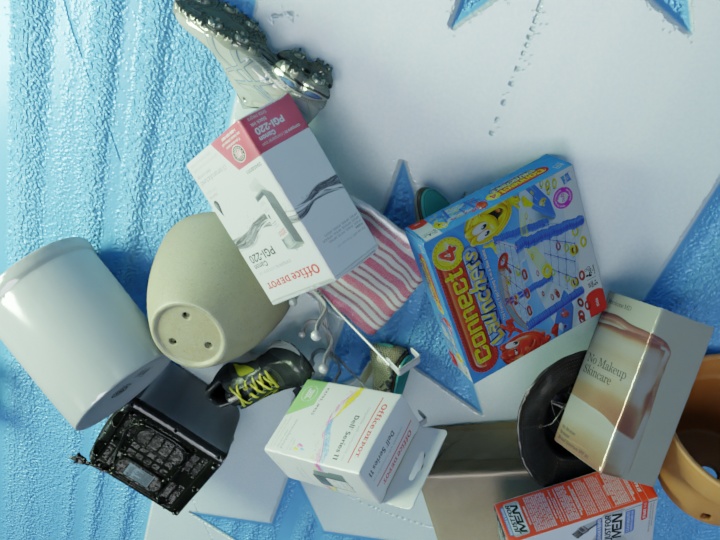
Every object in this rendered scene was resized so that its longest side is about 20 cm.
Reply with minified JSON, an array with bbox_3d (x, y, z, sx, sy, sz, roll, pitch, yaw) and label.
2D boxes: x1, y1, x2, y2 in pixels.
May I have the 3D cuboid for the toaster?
[{"bbox_3d":[-0.309,0.257,1.117,0.199,0.119,0.181,34,121,-10],"label":"toaster"}]

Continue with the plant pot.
[{"bbox_3d":[0.461,0.227,0.904,0.197,0.201,0.141,8,139,7],"label":"plant pot"}]

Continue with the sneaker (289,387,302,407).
[{"bbox_3d":[-0.047,0.221,1.032,0.130,0.079,0.199,54,161,-9],"label":"sneaker"}]

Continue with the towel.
[{"bbox_3d":[0.000,0.000,0.910,0.146,0.030,0.200,33,141,-5],"label":"towel"}]

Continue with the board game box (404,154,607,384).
[{"bbox_3d":[0.175,0.000,0.843,0.194,0.056,0.202,-28,116,-9],"label":"board game box"}]

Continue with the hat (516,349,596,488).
[{"bbox_3d":[0.279,0.189,0.963,0.198,0.081,0.203,-4,106,-14],"label":"hat"}]

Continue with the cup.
[{"bbox_3d":[-0.201,0.046,0.953,0.198,0.144,0.202,5,122,9],"label":"cup"}]

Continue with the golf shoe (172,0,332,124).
[{"bbox_3d":[-0.132,-0.228,0.816,0.199,0.079,0.097,33,128,-7],"label":"golf shoe"}]

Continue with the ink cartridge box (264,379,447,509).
[{"bbox_3d":[-0.007,0.208,0.884,0.198,0.118,0.068,1,136,39],"label":"ink cartridge box"}]

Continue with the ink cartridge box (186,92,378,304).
[{"bbox_3d":[-0.091,-0.074,0.828,0.145,0.085,0.201,-21,105,51],"label":"ink cartridge box"}]

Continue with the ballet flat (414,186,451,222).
[{"bbox_3d":[0.113,-0.013,0.900,0.063,0.068,0.201,-16,117,51],"label":"ballet flat"}]

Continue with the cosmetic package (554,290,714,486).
[{"bbox_3d":[0.324,0.138,0.864,0.086,0.103,0.202,18,93,-19],"label":"cosmetic package"}]

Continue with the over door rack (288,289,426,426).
[{"bbox_3d":[-0.011,0.124,0.939,0.199,0.067,0.149,30,148,31],"label":"over door rack"}]

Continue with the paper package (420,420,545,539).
[{"bbox_3d":[0.196,0.334,1.066,0.188,0.104,0.202,-8,119,16],"label":"paper package"}]

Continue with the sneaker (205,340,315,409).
[{"bbox_3d":[-0.143,0.158,1.011,0.199,0.085,0.075,-18,115,45],"label":"sneaker"}]

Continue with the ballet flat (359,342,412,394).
[{"bbox_3d":[0.031,0.190,1.045,0.075,0.068,0.202,17,119,27],"label":"ballet flat"}]

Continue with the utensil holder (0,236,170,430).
[{"bbox_3d":[-0.375,0.086,0.963,0.200,0.170,0.170,50,120,6],"label":"utensil holder"}]

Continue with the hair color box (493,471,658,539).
[{"bbox_3d":[0.282,0.332,0.948,0.198,0.064,0.112,-17,131,0],"label":"hair color box"}]
